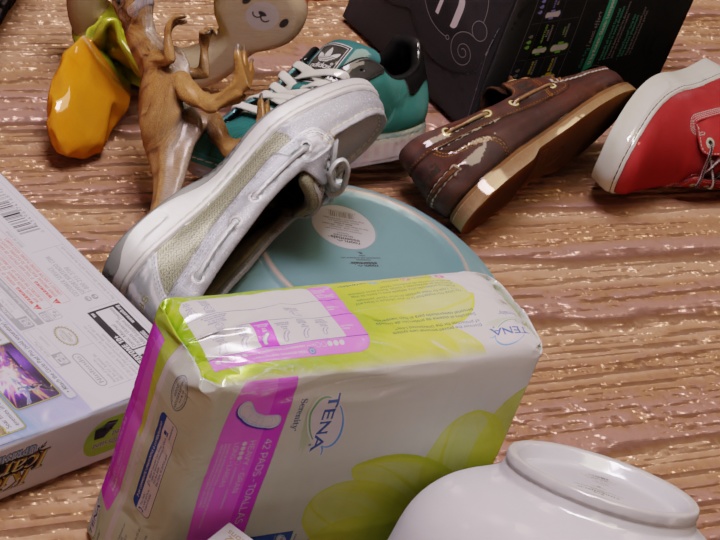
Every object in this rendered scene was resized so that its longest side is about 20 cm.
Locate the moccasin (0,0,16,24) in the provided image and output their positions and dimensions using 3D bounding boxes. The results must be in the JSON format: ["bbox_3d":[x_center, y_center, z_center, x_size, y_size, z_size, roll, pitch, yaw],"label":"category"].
[{"bbox_3d":[-0.252,-0.193,1.373,0.077,0.074,0.202,26,44,-8],"label":"moccasin"}]

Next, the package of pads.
[{"bbox_3d":[-0.021,0.077,1.053,0.199,0.155,0.068,-4,42,-33],"label":"package of pads"}]

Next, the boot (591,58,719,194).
[{"bbox_3d":[0.254,-0.073,1.479,0.144,0.073,0.200,37,34,18],"label":"boot"}]

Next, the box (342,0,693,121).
[{"bbox_3d":[0.118,-0.201,1.527,0.199,0.125,0.149,-14,48,-39],"label":"box"}]

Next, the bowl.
[{"bbox_3d":[0.103,0.140,1.024,0.200,0.091,0.201,17,9,-3],"label":"bowl"}]

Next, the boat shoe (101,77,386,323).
[{"bbox_3d":[-0.055,-0.035,1.223,0.065,0.075,0.202,43,62,17],"label":"boat shoe"}]

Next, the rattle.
[{"bbox_3d":[-0.087,-0.150,1.316,0.199,0.131,0.143,-2,23,4],"label":"rattle"}]

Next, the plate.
[{"bbox_3d":[0.000,0.000,1.282,0.199,0.026,0.201,14,36,-10],"label":"plate"}]

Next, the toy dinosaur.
[{"bbox_3d":[-0.107,-0.081,1.254,0.106,0.060,0.201,-12,64,15],"label":"toy dinosaur"}]

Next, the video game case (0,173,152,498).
[{"bbox_3d":[-0.214,0.031,1.107,0.181,0.046,0.200,-18,51,-44],"label":"video game case"}]

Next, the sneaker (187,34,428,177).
[{"bbox_3d":[-0.032,-0.103,1.340,0.071,0.080,0.200,19,24,36],"label":"sneaker"}]

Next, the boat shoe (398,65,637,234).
[{"bbox_3d":[0.106,-0.096,1.413,0.070,0.071,0.200,45,44,15],"label":"boat shoe"}]

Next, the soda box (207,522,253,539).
[{"bbox_3d":[-0.009,0.204,0.969,0.200,0.064,0.068,34,37,16],"label":"soda box"}]
